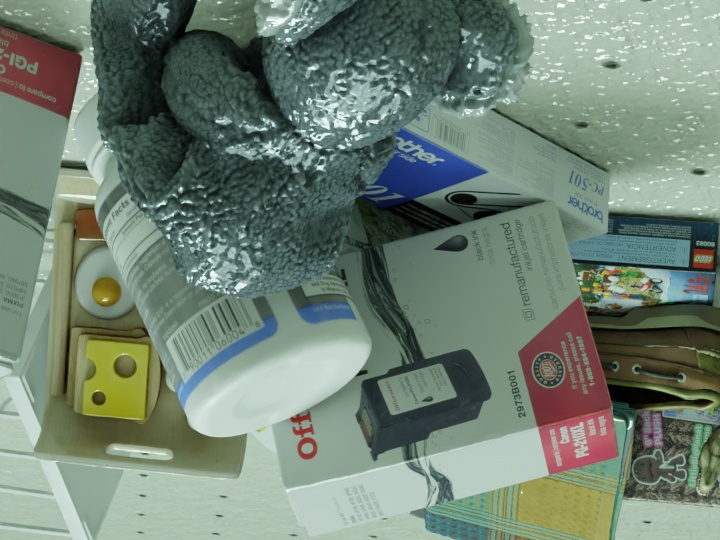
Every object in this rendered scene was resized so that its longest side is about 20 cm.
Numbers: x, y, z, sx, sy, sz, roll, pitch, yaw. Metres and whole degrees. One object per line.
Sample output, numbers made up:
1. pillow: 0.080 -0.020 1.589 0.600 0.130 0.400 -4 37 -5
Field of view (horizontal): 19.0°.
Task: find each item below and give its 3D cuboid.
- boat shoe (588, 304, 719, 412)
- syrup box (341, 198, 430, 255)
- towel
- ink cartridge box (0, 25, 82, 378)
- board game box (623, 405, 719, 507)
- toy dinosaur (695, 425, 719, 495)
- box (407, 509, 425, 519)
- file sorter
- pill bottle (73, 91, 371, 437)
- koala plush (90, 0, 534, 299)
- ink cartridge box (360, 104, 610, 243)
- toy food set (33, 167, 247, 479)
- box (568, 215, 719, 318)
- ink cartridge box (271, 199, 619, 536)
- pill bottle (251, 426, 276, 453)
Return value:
1. boat shoe: 0.164 0.071 1.487 0.200 0.068 0.072 -12 152 41
2. syrup box: 0.000 0.000 1.406 0.200 0.079 0.081 21 121 -30
3. towel: 0.116 0.141 1.526 0.146 0.022 0.200 15 141 13
4. ink cartridge box: -0.247 -0.031 1.272 0.085 0.200 0.146 19 156 -29
5. board game box: 0.221 0.126 1.625 0.200 0.097 0.159 4 175 11
6. toy dinosaur: 0.298 0.079 1.483 0.200 0.047 0.088 -38 167 9
7. box: 0.090 0.163 1.763 0.200 0.050 0.158 23 -164 -36
8. file sorter: -0.255 0.085 1.588 0.124 0.139 0.200 4 138 17
9. pill bottle: -0.084 -0.016 1.235 0.114 0.200 0.114 -23 160 -9
10. koala plush: -0.021 -0.098 1.101 0.177 0.184 0.200 21 143 -35
11. ink cartridge box: 0.053 -0.064 1.313 0.200 0.044 0.094 24 151 -38
12. toy food set: -0.145 0.035 1.447 0.143 0.200 0.060 5 -174 4
13. box: 0.176 0.017 1.494 0.136 0.038 0.200 3 159 8
14. ink cartridge box: 0.041 0.060 1.300 0.200 0.145 0.084 -15 153 3
15. pill bottle: -0.009 0.067 1.578 0.111 0.111 0.200 14 158 -18
